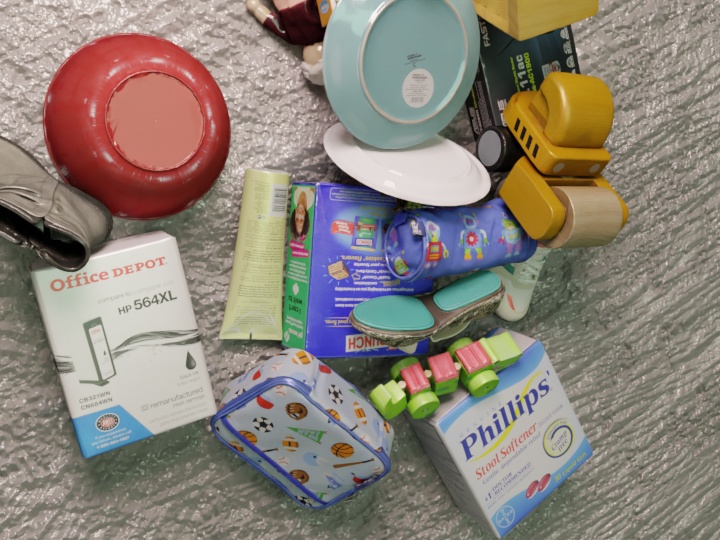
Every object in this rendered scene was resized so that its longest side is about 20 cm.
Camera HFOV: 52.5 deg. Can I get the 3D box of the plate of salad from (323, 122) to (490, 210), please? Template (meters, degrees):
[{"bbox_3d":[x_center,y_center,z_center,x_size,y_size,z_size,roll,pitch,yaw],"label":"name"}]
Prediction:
[{"bbox_3d":[0.052,-0.121,0.844,0.199,0.200,0.048,0,128,-24],"label":"plate of salad"}]

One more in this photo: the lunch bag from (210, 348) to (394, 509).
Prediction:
[{"bbox_3d":[-0.065,0.192,0.847,0.160,0.076,0.200,-33,113,26],"label":"lunch bag"}]

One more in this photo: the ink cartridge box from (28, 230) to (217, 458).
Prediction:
[{"bbox_3d":[-0.250,0.072,0.773,0.145,0.084,0.201,-16,103,-22],"label":"ink cartridge box"}]

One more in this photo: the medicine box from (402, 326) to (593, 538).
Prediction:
[{"bbox_3d":[0.184,0.212,0.978,0.182,0.103,0.200,-35,110,-17],"label":"medicine box"}]

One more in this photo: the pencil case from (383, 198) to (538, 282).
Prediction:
[{"bbox_3d":[0.118,-0.040,0.856,0.199,0.078,0.087,-8,93,-35],"label":"pencil case"}]

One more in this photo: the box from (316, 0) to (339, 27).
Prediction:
[{"bbox_3d":[0.002,-0.341,0.754,0.119,0.041,0.201,-17,105,-22],"label":"box"}]

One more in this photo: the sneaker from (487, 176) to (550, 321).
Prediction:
[{"bbox_3d":[0.217,-0.027,0.969,0.070,0.093,0.201,3,95,-25],"label":"sneaker"}]

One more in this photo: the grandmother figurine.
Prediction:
[{"bbox_3d":[-0.067,-0.299,0.809,0.061,0.121,0.200,-52,131,-38],"label":"grandmother figurine"}]

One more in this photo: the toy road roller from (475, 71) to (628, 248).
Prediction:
[{"bbox_3d":[0.238,-0.136,0.846,0.122,0.200,0.146,-4,142,-29],"label":"toy road roller"}]

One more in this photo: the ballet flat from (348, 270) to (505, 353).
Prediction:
[{"bbox_3d":[0.080,0.058,0.854,0.199,0.068,0.076,-15,135,-20],"label":"ballet flat"}]

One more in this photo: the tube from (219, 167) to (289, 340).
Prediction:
[{"bbox_3d":[-0.119,-0.017,0.846,0.058,0.052,0.201,8,98,16],"label":"tube"}]

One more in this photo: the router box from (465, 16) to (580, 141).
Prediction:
[{"bbox_3d":[0.200,-0.286,0.947,0.149,0.062,0.201,-22,105,-19],"label":"router box"}]

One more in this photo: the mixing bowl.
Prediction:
[{"bbox_3d":[-0.217,-0.150,0.749,0.199,0.108,0.201,-3,97,-25],"label":"mixing bowl"}]

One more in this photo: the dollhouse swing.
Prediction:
[{"bbox_3d":[0.154,-0.381,0.782,0.181,0.200,0.176,-25,144,-27],"label":"dollhouse swing"}]

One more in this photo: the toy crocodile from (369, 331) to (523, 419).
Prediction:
[{"bbox_3d":[0.103,0.123,0.877,0.199,0.068,0.062,-18,147,-12],"label":"toy crocodile"}]

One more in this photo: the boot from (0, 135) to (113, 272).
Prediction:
[{"bbox_3d":[-0.330,-0.072,0.677,0.199,0.131,0.068,28,98,-11],"label":"boot"}]

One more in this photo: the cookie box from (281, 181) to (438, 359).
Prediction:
[{"bbox_3d":[0.000,0.000,0.881,0.170,0.075,0.201,2,95,-28],"label":"cookie box"}]

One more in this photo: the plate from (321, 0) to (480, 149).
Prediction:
[{"bbox_3d":[0.053,-0.224,0.769,0.199,0.026,0.201,-14,118,-27],"label":"plate"}]
